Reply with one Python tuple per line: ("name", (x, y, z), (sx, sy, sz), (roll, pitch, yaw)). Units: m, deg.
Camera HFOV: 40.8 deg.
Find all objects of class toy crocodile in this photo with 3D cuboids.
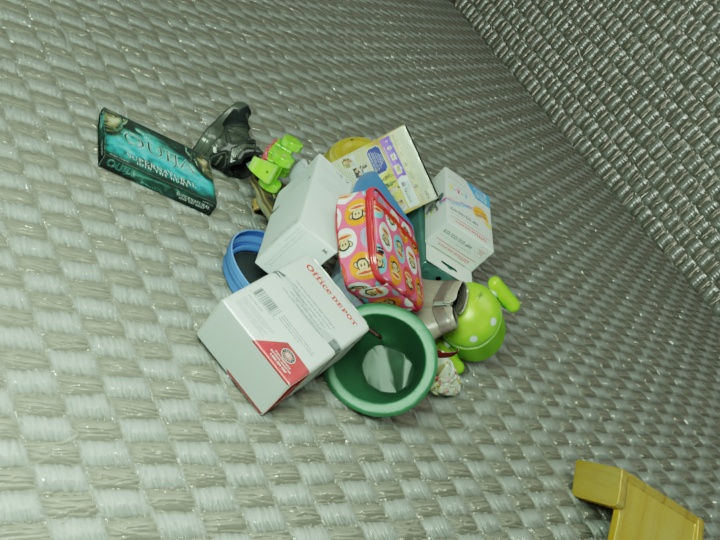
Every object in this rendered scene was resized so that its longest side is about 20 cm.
("toy crocodile", (-0.145, -0.190, 1.659), (0.061, 0.068, 0.201), (29, 25, -6))

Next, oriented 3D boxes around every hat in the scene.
("hat", (0.042, 0.153, 1.502), (0.197, 0.168, 0.176), (17, -13, 6))

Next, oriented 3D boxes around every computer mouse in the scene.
("computer mouse", (-0.100, -0.145, 1.703), (0.111, 0.043, 0.200), (64, -3, 9))

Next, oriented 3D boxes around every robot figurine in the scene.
("robot figurine", (0.196, 0.091, 1.714), (0.116, 0.175, 0.200), (44, -5, 22))

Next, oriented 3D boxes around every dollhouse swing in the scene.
("dollhouse swing", (0.454, 0.455, 1.645), (0.198, 0.178, 0.181), (32, -15, -19))

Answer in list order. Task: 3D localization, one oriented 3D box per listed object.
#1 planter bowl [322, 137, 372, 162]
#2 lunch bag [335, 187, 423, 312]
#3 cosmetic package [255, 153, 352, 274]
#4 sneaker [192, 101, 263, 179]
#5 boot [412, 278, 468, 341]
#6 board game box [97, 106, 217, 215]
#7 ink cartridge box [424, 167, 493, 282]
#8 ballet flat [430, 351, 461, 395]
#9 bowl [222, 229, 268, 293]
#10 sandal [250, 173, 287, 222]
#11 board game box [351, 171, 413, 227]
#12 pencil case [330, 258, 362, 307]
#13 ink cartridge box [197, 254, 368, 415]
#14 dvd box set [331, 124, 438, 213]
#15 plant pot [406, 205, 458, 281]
("planter bowl", (-0.008, -0.195, 1.847), (0.197, 0.084, 0.202), (2, 45, -2))
("lunch bag", (0.028, -0.035, 1.482), (0.200, 0.081, 0.179), (41, 40, -58))
("cosmetic package", (-0.084, -0.076, 1.502), (0.081, 0.113, 0.201), (39, 30, -18))
("sneaker", (-0.218, -0.227, 1.727), (0.114, 0.076, 0.200), (38, 28, -11))
("boot", (0.114, 0.041, 1.648), (0.070, 0.144, 0.202), (49, 38, -41))
("board game box", (-0.324, -0.174, 1.541), (0.198, 0.028, 0.136), (24, 31, -33))
("ink cartridge box", (0.179, -0.080, 1.765), (0.114, 0.068, 0.202), (30, 38, -23))
("ballet flat", (0.108, 0.156, 1.592), (0.198, 0.064, 0.076), (22, 36, -37))
("bowl", (-0.126, 0.021, 1.499), (0.199, 0.039, 0.202), (33, 27, -18))
("sandal", (-0.151, -0.104, 1.644), (0.079, 0.054, 0.201), (20, 27, -30))
("board game box", (0.023, -0.059, 1.609), (0.201, 0.038, 0.159), (52, 41, -34))
("pencil case", (0.000, 0.000, 1.652), (0.201, 0.089, 0.084), (-75, 151, -64))
("ink cartridge box", (-0.102, 0.082, 1.330), (0.145, 0.084, 0.199), (50, 38, 8))
("dvd box set", (0.025, -0.155, 1.763), (0.148, 0.198, 0.029), (64, 13, -1))
("plant pot", (0.121, -0.029, 1.826), (0.140, 0.141, 0.201), (31, 31, -21))
